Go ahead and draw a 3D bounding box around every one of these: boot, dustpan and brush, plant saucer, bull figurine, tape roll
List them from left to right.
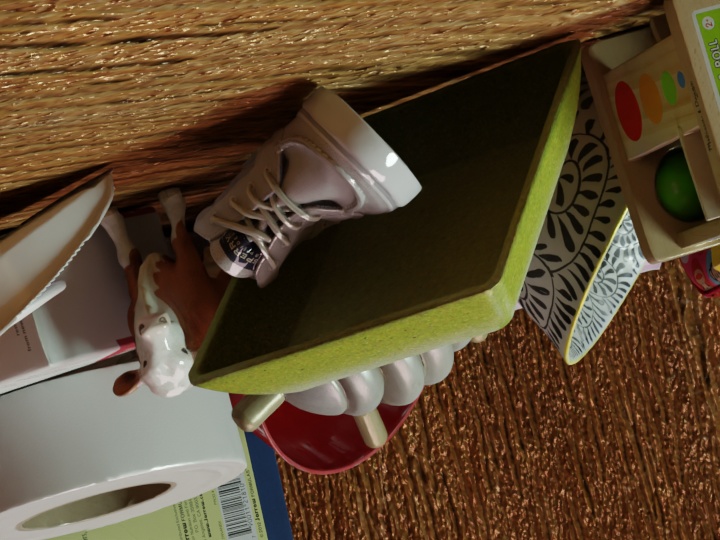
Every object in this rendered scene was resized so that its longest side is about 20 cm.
[{"bbox_3d":[-0.207,0.036,1.407,0.200,0.057,0.139,-38,-173,-33],"label":"dustpan and brush"},{"bbox_3d":[-0.175,0.117,1.746,0.201,0.071,0.202,-16,169,-3],"label":"tape roll"},{"bbox_3d":[-0.095,0.016,1.629,0.065,0.122,0.200,-21,170,24],"label":"bull figurine"},{"bbox_3d":[-0.031,-0.031,1.376,0.096,0.074,0.200,-45,-179,-6],"label":"boot"},{"bbox_3d":[0.025,-0.016,1.451,0.199,0.048,0.201,-19,-147,33],"label":"plant saucer"}]

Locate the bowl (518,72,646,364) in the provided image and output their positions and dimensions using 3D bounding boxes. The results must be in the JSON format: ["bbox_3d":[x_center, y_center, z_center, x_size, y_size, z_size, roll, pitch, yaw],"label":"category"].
[{"bbox_3d":[0.133,-0.054,1.660,0.201,0.094,0.201,-57,167,-20],"label":"bowl"}]

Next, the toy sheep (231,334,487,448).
[{"bbox_3d":[0.002,0.023,1.592,0.200,0.138,0.138,-49,-170,-21],"label":"toy sheep"}]

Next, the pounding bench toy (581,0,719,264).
[{"bbox_3d":[0.220,-0.050,1.474,0.124,0.201,0.156,-16,177,-17],"label":"pounding bench toy"}]

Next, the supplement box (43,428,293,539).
[{"bbox_3d":[-0.166,0.172,1.927,0.199,0.201,0.134,-12,178,-21],"label":"supplement box"}]

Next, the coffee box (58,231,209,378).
[{"bbox_3d":[-0.135,0.019,1.931,0.113,0.080,0.199,-16,178,41],"label":"coffee box"}]

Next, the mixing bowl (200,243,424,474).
[{"bbox_3d":[-0.044,0.026,1.846,0.108,0.202,0.200,15,-162,37],"label":"mixing bowl"}]

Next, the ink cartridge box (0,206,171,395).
[{"bbox_3d":[-0.227,0.035,1.673,0.199,0.083,0.147,-19,177,33],"label":"ink cartridge box"}]

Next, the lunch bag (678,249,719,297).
[{"bbox_3d":[0.264,-0.053,1.934,0.081,0.177,0.200,-16,178,-9],"label":"lunch bag"}]

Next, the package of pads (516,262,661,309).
[{"bbox_3d":[0.106,-0.033,1.964,0.199,0.121,0.076,-16,177,-5],"label":"package of pads"}]

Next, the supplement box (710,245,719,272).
[{"bbox_3d":[0.296,-0.076,1.600,0.085,0.111,0.200,25,137,-29],"label":"supplement box"}]
